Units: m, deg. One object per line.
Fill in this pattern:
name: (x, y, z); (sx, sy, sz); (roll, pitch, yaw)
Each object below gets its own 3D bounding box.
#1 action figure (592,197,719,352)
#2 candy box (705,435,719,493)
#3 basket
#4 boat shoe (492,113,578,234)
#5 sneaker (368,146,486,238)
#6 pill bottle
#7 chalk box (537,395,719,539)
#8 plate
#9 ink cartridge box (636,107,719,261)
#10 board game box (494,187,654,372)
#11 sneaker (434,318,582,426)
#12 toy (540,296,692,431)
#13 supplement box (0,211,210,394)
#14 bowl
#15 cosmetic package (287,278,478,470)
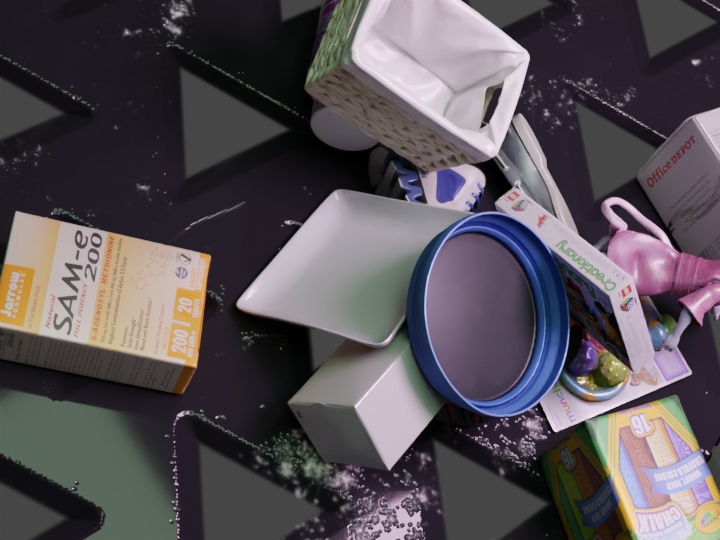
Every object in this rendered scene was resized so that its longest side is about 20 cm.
action figure: (0.358, 0.001, 1.496); (0.197, 0.151, 0.134); (13, 24, 19)
candy box: (0.416, 0.248, 1.362); (0.070, 0.202, 0.169); (-4, 43, -23)
basket: (0.056, -0.208, 1.415); (0.199, 0.123, 0.137); (32, 67, -24)
boat shoe: (0.202, -0.080, 1.571); (0.061, 0.073, 0.202); (-25, 78, 15)
sneaker: (0.099, -0.062, 1.497); (0.114, 0.081, 0.201); (-16, 69, -25)
pill bottle: (-0.001, -0.241, 1.532); (0.111, 0.112, 0.203); (17, 59, -12)
chalk box: (0.288, 0.253, 1.382); (0.122, 0.125, 0.202); (-9, 67, -25)
plate: (0.000, 0.000, 1.401); (0.197, 0.033, 0.200); (13, 49, 36)
ink cartridge box: (0.435, -0.076, 1.594); (0.083, 0.145, 0.202); (-21, 73, -27)
board game box: (0.226, 0.008, 1.431); (0.034, 0.127, 0.200); (-36, 44, -10)
sneaker: (0.140, 0.096, 1.450); (0.198, 0.075, 0.087); (-26, 43, -20)
toy: (0.276, 0.089, 1.506); (0.198, 0.047, 0.116); (-17, 69, -28)
supplement box: (-0.254, 0.033, 1.316); (0.197, 0.074, 0.128); (12, 60, -15)
bowl: (0.127, 0.044, 1.345); (0.198, 0.039, 0.204); (6, 81, -37)
cosmetic package: (0.034, 0.100, 1.361); (0.200, 0.107, 0.085); (-46, 118, -31)
